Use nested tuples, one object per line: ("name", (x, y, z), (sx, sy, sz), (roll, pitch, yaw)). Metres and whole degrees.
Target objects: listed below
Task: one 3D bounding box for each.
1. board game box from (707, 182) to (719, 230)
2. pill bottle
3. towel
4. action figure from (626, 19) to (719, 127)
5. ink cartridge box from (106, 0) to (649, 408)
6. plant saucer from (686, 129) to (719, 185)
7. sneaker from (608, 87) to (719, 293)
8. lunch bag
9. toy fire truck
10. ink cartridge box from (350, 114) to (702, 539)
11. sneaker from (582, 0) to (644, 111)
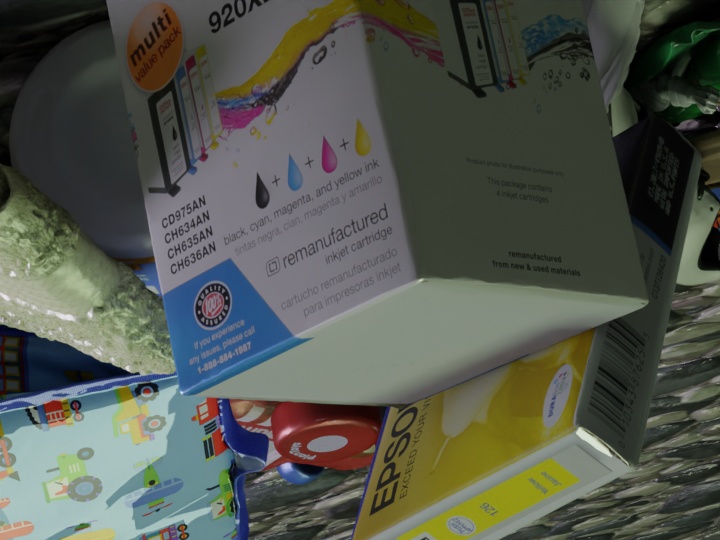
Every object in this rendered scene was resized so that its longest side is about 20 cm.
("board game box", (0.178, -0.027, 1.719), (0.199, 0.035, 0.135), (-14, -178, 7))
("pill bottle", (-0.092, -0.038, 1.381), (0.112, 0.112, 0.200), (-14, 165, 3))
("towel", (-0.170, -0.012, 1.300), (0.200, 0.037, 0.148), (16, 159, 48))
("action figure", (0.195, -0.107, 1.491), (0.118, 0.055, 0.200), (-8, 169, -29))
("ink cartridge box", (0.003, -0.061, 1.209), (0.144, 0.201, 0.147), (6, 156, -46))
("plant saucer", (0.249, -0.076, 1.595), (0.200, 0.030, 0.200), (-15, -179, 0))
("sneaker", (0.143, -0.056, 1.510), (0.080, 0.074, 0.200), (-9, 144, 10))
("lunch bag", (-0.145, 0.097, 1.441), (0.199, 0.094, 0.151), (-4, 131, 3))
("toy fire truck", (-0.027, 0.082, 1.816), (0.200, 0.112, 0.168), (13, 148, -40))
("ink cartridge box", (0.057, 0.045, 1.304), (0.047, 0.198, 0.200), (41, 132, -24))
("sneaker", (0.055, -0.093, 1.383), (0.099, 0.078, 0.200), (25, 134, -23))
